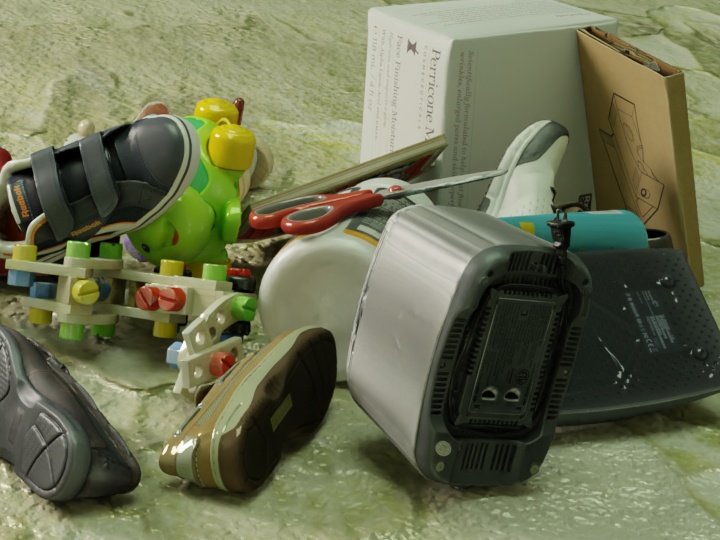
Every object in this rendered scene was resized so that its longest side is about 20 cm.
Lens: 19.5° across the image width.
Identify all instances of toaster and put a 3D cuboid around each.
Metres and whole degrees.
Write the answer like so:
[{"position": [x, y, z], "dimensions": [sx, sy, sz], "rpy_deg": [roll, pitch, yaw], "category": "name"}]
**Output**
[{"position": [0.069, 0.038, 1.395], "dimensions": [0.114, 0.200, 0.129], "rpy_deg": [3, 17, -34], "category": "toaster"}]

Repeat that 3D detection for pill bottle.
[{"position": [0.000, 0.000, 1.614], "dimensions": [0.116, 0.116, 0.200], "rpy_deg": [8, 20, 11], "category": "pill bottle"}]

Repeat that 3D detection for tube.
[{"position": [0.133, -0.020, 1.567], "dimensions": [0.200, 0.077, 0.050], "rpy_deg": [-2, 56, -42], "category": "tube"}]

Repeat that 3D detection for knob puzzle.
[{"position": [-0.023, -0.052, 1.788], "dimensions": [0.220, 0.030, 0.220], "rpy_deg": [-22, -5, -2], "category": "knob puzzle"}]

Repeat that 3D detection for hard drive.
[{"position": [0.166, 0.051, 1.525], "dimensions": [0.200, 0.042, 0.135], "rpy_deg": [-6, 57, -24], "category": "hard drive"}]

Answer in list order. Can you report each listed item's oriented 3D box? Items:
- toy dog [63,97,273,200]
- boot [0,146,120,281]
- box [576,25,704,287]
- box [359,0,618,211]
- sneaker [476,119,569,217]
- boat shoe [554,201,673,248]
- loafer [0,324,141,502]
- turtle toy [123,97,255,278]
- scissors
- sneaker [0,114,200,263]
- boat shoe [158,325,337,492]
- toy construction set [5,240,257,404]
[{"position": [-0.177, -0.121, 1.952], "dimensions": [0.200, 0.096, 0.132], "rpy_deg": [1, 19, -10], "category": "toy dog"}, {"position": [-0.272, -0.045, 1.763], "dimensions": [0.144, 0.072, 0.200], "rpy_deg": [3, 27, -4], "category": "boot"}, {"position": [0.243, -0.100, 1.824], "dimensions": [0.021, 0.200, 0.163], "rpy_deg": [-17, 26, -16], "category": "box"}, {"position": [0.114, -0.138, 1.906], "dimensions": [0.200, 0.199, 0.131], "rpy_deg": [-10, 23, -35], "category": "box"}, {"position": [0.134, -0.035, 1.723], "dimensions": [0.080, 0.074, 0.200], "rpy_deg": [21, 66, 16], "category": "sneaker"}, {"position": [0.177, -0.024, 1.782], "dimensions": [0.200, 0.073, 0.074], "rpy_deg": [11, 20, 18], "category": "boat shoe"}, {"position": [-0.210, 0.097, 1.391], "dimensions": [0.063, 0.072, 0.200], "rpy_deg": [15, 16, -36], "category": "loafer"}, {"position": [-0.148, -0.058, 1.691], "dimensions": [0.101, 0.146, 0.200], "rpy_deg": [7, 18, -16], "category": "turtle toy"}, {"position": [0.012, -0.059, 1.576], "dimensions": [0.200, 0.014, 0.073], "rpy_deg": [-18, 19, -29], "category": "scissors"}, {"position": [-0.215, -0.059, 1.591], "dimensions": [0.200, 0.078, 0.079], "rpy_deg": [-29, -22, 27], "category": "sneaker"}, {"position": [-0.078, 0.088, 1.429], "dimensions": [0.076, 0.072, 0.200], "rpy_deg": [-1, 16, 21], "category": "boat shoe"}, {"position": [-0.154, 0.027, 1.541], "dimensions": [0.200, 0.092, 0.131], "rpy_deg": [24, 10, 33], "category": "toy construction set"}]
